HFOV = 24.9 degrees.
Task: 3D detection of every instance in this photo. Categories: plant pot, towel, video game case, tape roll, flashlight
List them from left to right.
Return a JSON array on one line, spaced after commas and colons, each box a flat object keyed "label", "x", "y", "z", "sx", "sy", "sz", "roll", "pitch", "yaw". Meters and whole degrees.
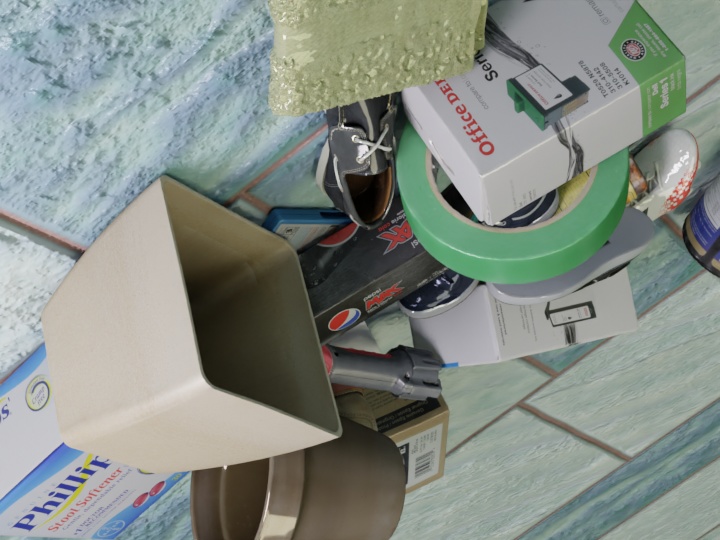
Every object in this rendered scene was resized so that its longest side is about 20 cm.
[{"label": "plant pot", "x": -0.161, "y": 0.070, "z": 1.404, "sx": 0.177, "sy": 0.200, "sz": 0.200, "roll": -28, "pitch": 149, "yaw": 22}, {"label": "plant pot", "x": -0.057, "y": 0.217, "z": 1.643, "sx": 0.173, "sy": 0.200, "sz": 0.200, "roll": 10, "pitch": 135, "yaw": -27}, {"label": "video game case", "x": -0.038, "y": -0.007, "z": 1.577, "sx": 0.200, "sy": 0.018, "sz": 0.143, "roll": -1, "pitch": 140, "yaw": -43}, {"label": "flashlight", "x": -0.014, "y": 0.091, "z": 1.663, "sx": 0.199, "sy": 0.068, "sz": 0.068, "roll": 10, "pitch": 166, "yaw": -33}, {"label": "towel", "x": 0.016, "y": -0.200, "z": 1.260, "sx": 0.199, "sy": 0.036, "sz": 0.149, "roll": -20, "pitch": 135, "yaw": -23}, {"label": "tape roll", "x": 0.132, "y": -0.087, "z": 1.409, "sx": 0.200, "sy": 0.201, "sz": 0.048, "roll": -27, "pitch": 152, "yaw": -5}]

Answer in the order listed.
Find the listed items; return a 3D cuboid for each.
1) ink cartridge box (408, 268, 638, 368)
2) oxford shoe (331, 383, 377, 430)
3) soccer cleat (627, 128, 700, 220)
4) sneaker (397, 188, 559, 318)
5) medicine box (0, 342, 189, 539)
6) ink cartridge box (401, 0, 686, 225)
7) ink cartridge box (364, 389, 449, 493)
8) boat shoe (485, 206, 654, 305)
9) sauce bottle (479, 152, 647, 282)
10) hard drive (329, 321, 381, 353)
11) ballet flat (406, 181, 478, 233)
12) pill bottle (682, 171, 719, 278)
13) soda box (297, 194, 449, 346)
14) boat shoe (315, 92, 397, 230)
[{"label": "ink cartridge box", "x": 0.173, "y": 0.047, "z": 1.739, "sx": 0.199, "sy": 0.085, "sz": 0.146, "roll": -10, "pitch": 179, "yaw": -35}, {"label": "oxford shoe", "x": -0.077, "y": 0.185, "z": 1.740, "sx": 0.200, "sy": 0.075, "sz": 0.071, "roll": -26, "pitch": 152, "yaw": -6}, {"label": "soccer cleat", "x": 0.283, "y": -0.074, "z": 1.723, "sx": 0.085, "sy": 0.069, "sz": 0.200, "roll": -10, "pitch": 151, "yaw": -41}, {"label": "sneaker", "x": 0.107, "y": -0.041, "z": 1.591, "sx": 0.200, "sy": 0.070, "sz": 0.109, "roll": -40, "pitch": 157, "yaw": -5}, {"label": "medicine box", "x": -0.264, "y": 0.164, "z": 1.553, "sx": 0.182, "sy": 0.103, "sz": 0.200, "roll": -42, "pitch": 151, "yaw": 22}, {"label": "ink cartridge box", "x": 0.150, "y": -0.153, "z": 1.363, "sx": 0.200, "sy": 0.146, "sz": 0.084, "roll": -31, "pitch": 151, "yaw": -7}, {"label": "ink cartridge box", "x": 0.017, "y": 0.212, "z": 1.933, "sx": 0.164, "sy": 0.075, "sz": 0.200, "roll": -25, "pitch": 153, "yaw": -12}, {"label": "boat shoe", "x": 0.208, "y": -0.004, "z": 1.626, "sx": 0.199, "sy": 0.069, "sz": 0.057, "roll": -20, "pitch": 155, "yaw": -25}, {"label": "sauce bottle", "x": 0.197, "y": -0.057, "z": 1.671, "sx": 0.200, "sy": 0.066, "sz": 0.066, "roll": -32, "pitch": 152, "yaw": 7}, {"label": "hard drive", "x": -0.075, "y": 0.117, "z": 1.738, "sx": 0.200, "sy": 0.027, "sz": 0.132, "roll": -29, "pitch": 152, "yaw": -1}, {"label": "ballet flat", "x": 0.105, "y": -0.101, "z": 1.478, "sx": 0.200, "sy": 0.068, "sz": 0.068, "roll": -56, "pitch": 169, "yaw": -29}, {"label": "pill bottle", "x": 0.452, "y": -0.086, "z": 1.814, "sx": 0.112, "sy": 0.112, "sz": 0.200, "roll": -11, "pitch": 148, "yaw": -32}, {"label": "soda box", "x": 0.000, "y": 0.000, "z": 1.527, "sx": 0.200, "sy": 0.071, "sz": 0.063, "roll": -31, "pitch": 154, "yaw": 3}, {"label": "boat shoe", "x": 0.007, "y": -0.116, "z": 1.387, "sx": 0.072, "sy": 0.068, "sz": 0.200, "roll": -19, "pitch": 146, "yaw": -19}]
